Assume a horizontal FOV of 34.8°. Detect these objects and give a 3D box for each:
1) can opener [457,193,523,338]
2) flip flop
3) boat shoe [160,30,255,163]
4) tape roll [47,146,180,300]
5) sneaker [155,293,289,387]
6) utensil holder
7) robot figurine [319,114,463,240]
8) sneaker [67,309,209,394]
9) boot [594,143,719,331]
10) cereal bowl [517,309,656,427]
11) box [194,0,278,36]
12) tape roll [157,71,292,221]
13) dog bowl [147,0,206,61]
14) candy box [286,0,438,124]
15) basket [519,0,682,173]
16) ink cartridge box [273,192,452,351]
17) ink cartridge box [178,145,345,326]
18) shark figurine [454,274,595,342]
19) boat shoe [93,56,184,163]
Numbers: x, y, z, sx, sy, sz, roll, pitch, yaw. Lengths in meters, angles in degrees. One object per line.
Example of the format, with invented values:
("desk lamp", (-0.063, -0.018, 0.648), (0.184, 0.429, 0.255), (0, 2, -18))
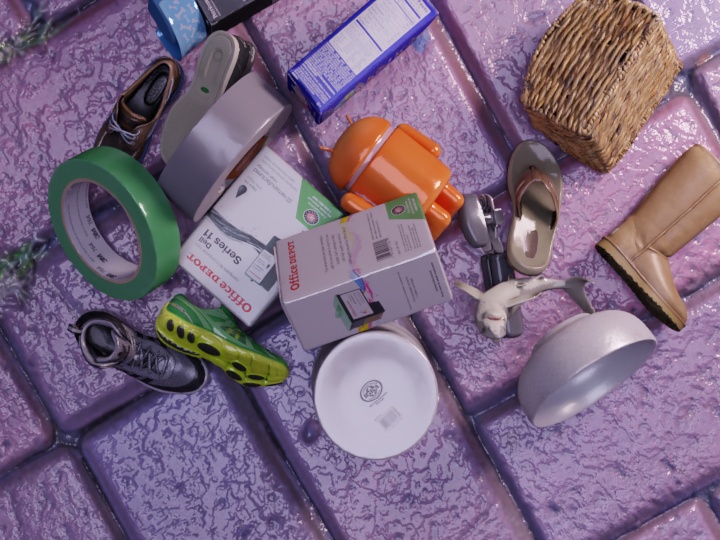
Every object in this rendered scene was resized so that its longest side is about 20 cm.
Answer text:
("can opener", (0.172, -0.005, 1.567), (0.066, 0.053, 0.203), (-9, 90, -20))
("flip flop", (0.234, -0.090, 1.546), (0.080, 0.058, 0.202), (11, 63, -1))
("boat shoe", (-0.205, -0.226, 1.558), (0.072, 0.067, 0.201), (36, 107, 19))
("tape roll", (-0.324, -0.060, 1.503), (0.048, 0.200, 0.201), (-36, 90, -44))
("sneaker", (-0.178, 0.091, 1.552), (0.199, 0.074, 0.084), (30, 48, -17))
("utensil holder", (0.016, 0.151, 1.497), (0.167, 0.200, 0.173), (0, 89, 0))
("robot figurine", (0.042, -0.127, 1.540), (0.199, 0.117, 0.144), (37, 96, -2))
("sneaker", (-0.300, 0.115, 1.534), (0.198, 0.114, 0.076), (25, 90, -1))
("boot", (0.446, -0.044, 1.570), (0.200, 0.066, 0.175), (-42, 91, -2))
("cereal bowl", (0.286, 0.117, 1.512), (0.199, 0.200, 0.084), (-32, 67, -1))
("box", (-0.193, -0.440, 1.548), (0.140, 0.079, 0.201), (-31, 90, -10))
("tape roll", (-0.175, -0.160, 1.492), (0.066, 0.200, 0.201), (41, 90, 0))
("dog bowl", (-0.272, -0.381, 1.541), (0.049, 0.111, 0.201), (-30, 90, -14))
("candy box", (-0.002, -0.289, 1.511), (0.199, 0.169, 0.077), (-40, 94, -1))
("basket", (0.320, -0.260, 1.569), (0.142, 0.149, 0.201), (33, 90, 32))
("ink cartridge box", (0.000, 0.000, 1.437), (0.198, 0.145, 0.085), (-19, 123, 4))
("ink cartridge box", (-0.137, -0.044, 1.552), (0.146, 0.083, 0.201), (40, 90, 0))
("shark figurine", (0.207, 0.054, 1.525), (0.213, 0.128, 0.091), (-18, 121, -37))
("boat shoe", (-0.311, -0.204, 1.553), (0.072, 0.072, 0.202), (29, 91, -1))
